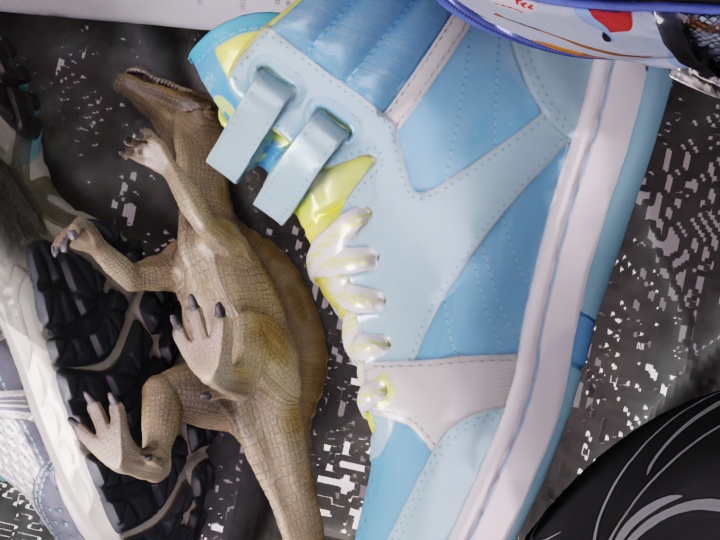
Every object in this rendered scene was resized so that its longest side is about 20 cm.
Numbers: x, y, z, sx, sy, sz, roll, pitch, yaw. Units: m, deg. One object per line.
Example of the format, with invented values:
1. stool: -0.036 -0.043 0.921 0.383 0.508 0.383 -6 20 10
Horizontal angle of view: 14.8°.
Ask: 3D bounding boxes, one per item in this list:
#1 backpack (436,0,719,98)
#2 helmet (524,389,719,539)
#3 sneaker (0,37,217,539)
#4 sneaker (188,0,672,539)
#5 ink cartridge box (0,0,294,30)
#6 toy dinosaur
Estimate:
1. backpack: 0.087 -0.135 0.693 0.189 0.154 0.201 6 80 11
2. helmet: 0.135 0.120 0.751 0.190 0.200 0.201 -27 89 -40
3. sneaker: -0.115 0.010 0.831 0.086 0.078 0.201 -24 97 30
4. sneaker: 0.000 0.000 0.772 0.130 0.080 0.201 20 77 -5
5. ink cartridge box: -0.009 -0.165 0.802 0.199 0.043 0.198 5 110 1
6. toy dinosaur: -0.035 0.028 0.805 0.058 0.101 0.201 -19 83 28
